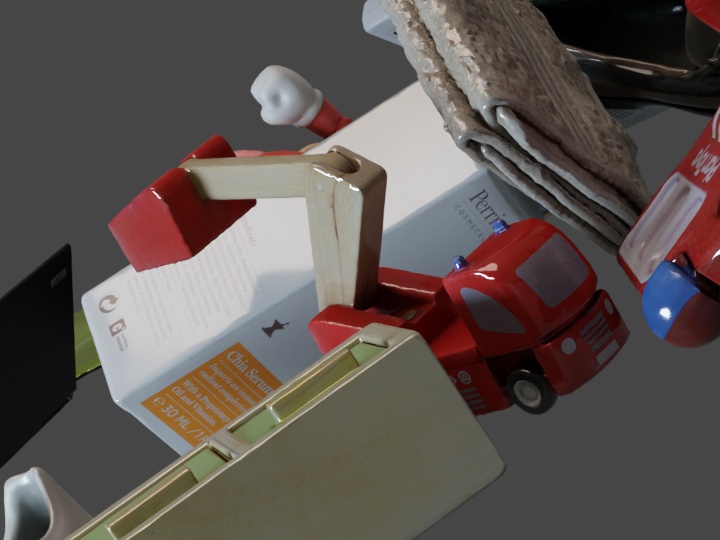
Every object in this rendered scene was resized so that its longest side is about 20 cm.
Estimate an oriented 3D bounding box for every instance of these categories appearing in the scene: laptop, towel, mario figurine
[{"bbox_3d":[-0.285,0.096,1.571,0.200,0.103,0.177,-29,10,29],"label":"laptop"},{"bbox_3d":[0.060,-0.093,0.986,0.034,0.133,0.200,-43,43,16],"label":"towel"},{"bbox_3d":[-0.028,-0.043,1.239,0.106,0.124,0.200,-35,-13,30],"label":"mario figurine"}]

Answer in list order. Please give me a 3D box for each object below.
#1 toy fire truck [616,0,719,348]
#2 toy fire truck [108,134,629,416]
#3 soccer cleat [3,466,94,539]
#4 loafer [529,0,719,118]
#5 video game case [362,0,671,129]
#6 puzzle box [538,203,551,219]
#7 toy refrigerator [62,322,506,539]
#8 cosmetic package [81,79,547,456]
[{"bbox_3d":[0.159,-0.048,0.820,0.168,0.112,0.200,-57,5,9],"label":"toy fire truck"},{"bbox_3d":[0.000,0.000,0.906,0.200,0.141,0.049,-18,18,47],"label":"toy fire truck"},{"bbox_3d":[-0.161,0.152,0.878,0.069,0.085,0.200,-26,11,38],"label":"soccer cleat"},{"bbox_3d":[0.159,-0.114,1.081,0.200,0.063,0.072,-2,68,42],"label":"loafer"},{"bbox_3d":[0.134,-0.139,1.176,0.200,0.022,0.182,17,-28,-37],"label":"video game case"},{"bbox_3d":[0.040,-0.023,1.142,0.200,0.025,0.133,-32,-15,12],"label":"puzzle box"},{"bbox_3d":[-0.052,0.100,0.824,0.200,0.070,0.076,-34,8,-9],"label":"toy refrigerator"},{"bbox_3d":[-0.016,0.008,1.034,0.200,0.101,0.071,-33,49,10],"label":"cosmetic package"}]
